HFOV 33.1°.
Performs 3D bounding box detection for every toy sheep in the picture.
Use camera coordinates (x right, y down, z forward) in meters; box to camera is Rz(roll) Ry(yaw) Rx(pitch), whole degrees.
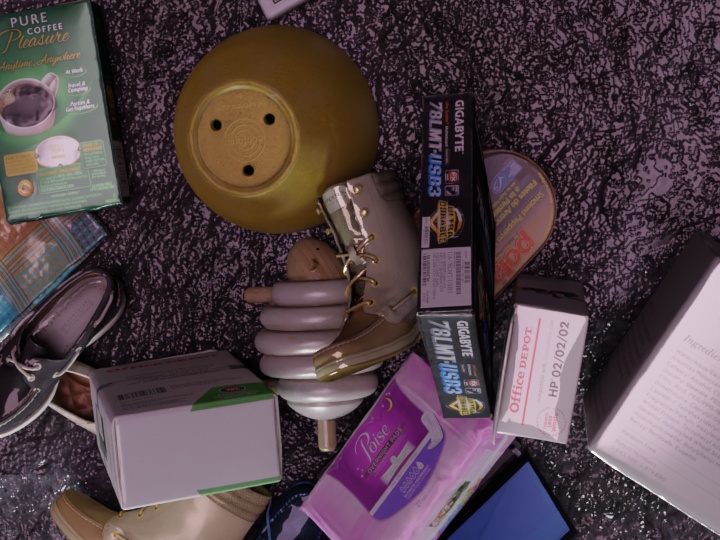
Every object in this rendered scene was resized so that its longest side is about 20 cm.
[{"bbox_3d":[-0.039,0.069,1.144,0.137,0.138,0.202,-5,95,10],"label":"toy sheep"}]

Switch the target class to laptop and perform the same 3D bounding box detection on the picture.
[{"bbox_3d":[0.076,0.222,1.161,0.200,0.103,0.177,44,102,0],"label":"laptop"}]

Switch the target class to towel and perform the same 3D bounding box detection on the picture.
[{"bbox_3d":[-0.369,-0.026,1.234,0.200,0.022,0.147,-41,92,13],"label":"towel"}]

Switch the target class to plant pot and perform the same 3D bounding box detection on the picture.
[{"bbox_3d":[-0.091,-0.125,1.111,0.198,0.142,0.202,2,99,9],"label":"plant pot"}]

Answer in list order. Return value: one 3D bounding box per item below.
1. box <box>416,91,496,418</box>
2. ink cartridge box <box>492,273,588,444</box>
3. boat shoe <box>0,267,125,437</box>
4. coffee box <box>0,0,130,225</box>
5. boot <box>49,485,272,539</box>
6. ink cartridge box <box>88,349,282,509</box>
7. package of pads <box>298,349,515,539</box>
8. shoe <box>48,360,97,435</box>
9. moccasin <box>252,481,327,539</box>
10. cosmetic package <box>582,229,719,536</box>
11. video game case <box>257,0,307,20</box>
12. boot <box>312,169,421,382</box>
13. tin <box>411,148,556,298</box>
[{"bbox_3d":[0.082,-0.007,0.998,0.049,0.200,0.200,-1,60,11],"label":"box"},{"bbox_3d":[0.159,0.079,1.074,0.067,0.200,0.116,9,101,7],"label":"ink cartridge box"},{"bbox_3d":[-0.308,0.078,1.179,0.074,0.060,0.200,42,76,11],"label":"boat shoe"},{"bbox_3d":[-0.298,-0.154,1.179,0.122,0.044,0.202,-9,94,6],"label":"coffee box"},{"bbox_3d":[-0.202,0.236,1.225,0.199,0.073,0.156,30,98,11],"label":"boot"},{"bbox_3d":[-0.166,0.140,1.119,0.145,0.200,0.085,-8,100,-17],"label":"ink cartridge box"},{"bbox_3d":[0.043,0.187,1.136,0.120,0.076,0.201,40,100,27],"label":"package of pads"},{"bbox_3d":[-0.275,0.133,1.228,0.199,0.053,0.070,26,102,4],"label":"shoe"},{"bbox_3d":[-0.086,0.310,1.219,0.080,0.068,0.201,26,102,4],"label":"moccasin"},{"bbox_3d":[0.318,0.098,1.070,0.164,0.165,0.201,32,104,2],"label":"cosmetic package"},{"bbox_3d":[-0.041,-0.361,1.125,0.199,0.022,0.183,-26,94,13],"label":"video game case"},{"bbox_3d":[0.000,0.000,1.060,0.072,0.200,0.156,-21,95,38],"label":"boot"},{"bbox_3d":[0.101,-0.026,1.150,0.112,0.042,0.200,43,103,4],"label":"tin"}]
